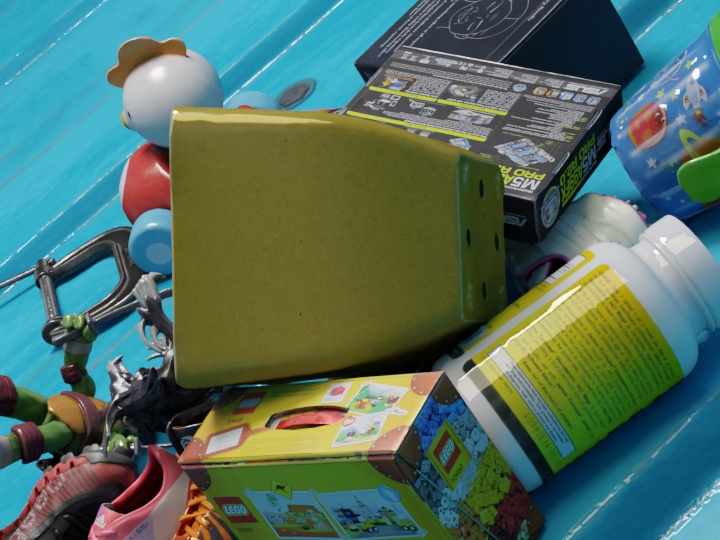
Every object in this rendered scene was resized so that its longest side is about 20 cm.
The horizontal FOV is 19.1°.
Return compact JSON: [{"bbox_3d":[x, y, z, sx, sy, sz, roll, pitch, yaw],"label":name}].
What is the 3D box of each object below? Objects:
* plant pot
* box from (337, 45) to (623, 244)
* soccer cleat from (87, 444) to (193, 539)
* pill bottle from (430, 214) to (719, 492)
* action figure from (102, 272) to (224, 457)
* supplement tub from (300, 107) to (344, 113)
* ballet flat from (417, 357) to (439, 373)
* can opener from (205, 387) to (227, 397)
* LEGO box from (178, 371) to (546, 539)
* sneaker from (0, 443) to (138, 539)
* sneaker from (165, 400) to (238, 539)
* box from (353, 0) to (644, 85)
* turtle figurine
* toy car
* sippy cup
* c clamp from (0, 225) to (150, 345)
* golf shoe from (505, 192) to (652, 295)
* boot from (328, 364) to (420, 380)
[{"bbox_3d":[-0.004,-0.017,1.514,0.200,0.194,0.196,-2,-3,18],"label":"plant pot"},{"bbox_3d":[0.082,-0.101,1.653,0.200,0.044,0.160,13,43,27],"label":"box"},{"bbox_3d":[-0.192,0.223,1.613,0.200,0.076,0.067,-50,32,-19],"label":"soccer cleat"},{"bbox_3d":[0.158,0.054,1.472,0.200,0.112,0.112,-36,28,-3],"label":"pill bottle"},{"bbox_3d":[-0.135,0.063,1.655,0.200,0.119,0.102,-30,62,-27],"label":"action figure"},{"bbox_3d":[0.013,-0.079,1.822,0.200,0.123,0.123,2,45,48],"label":"supplement tub"},{"bbox_3d":[0.064,0.100,1.569,0.067,0.046,0.200,-21,31,22],"label":"ballet flat"},{"bbox_3d":[-0.133,0.036,1.866,0.053,0.066,0.200,-26,34,22],"label":"can opener"},{"bbox_3d":[0.000,0.151,1.451,0.200,0.149,0.077,-7,39,41],"label":"LEGO box"},{"bbox_3d":[-0.243,0.219,1.665,0.200,0.071,0.098,-41,38,19],"label":"sneaker"},{"bbox_3d":[-0.119,0.170,1.585,0.078,0.112,0.200,-4,40,44],"label":"sneaker"},{"bbox_3d":[0.120,-0.184,1.885,0.148,0.107,0.200,-45,29,-20],"label":"box"},{"bbox_3d":[-0.231,0.097,1.726,0.194,0.144,0.200,-3,-12,-39],"label":"turtle figurine"},{"bbox_3d":[-0.181,-0.138,2.035,0.177,0.200,0.184,-25,29,18],"label":"toy car"},{"bbox_3d":[0.264,-0.109,1.608,0.130,0.178,0.140,-34,70,23],"label":"sippy cup"},{"bbox_3d":[-0.282,0.020,2.091,0.171,0.027,0.200,-31,26,-5],"label":"c clamp"},{"bbox_3d":[0.136,-0.017,1.649,0.200,0.075,0.092,7,52,53],"label":"golf shoe"},{"bbox_3d":[0.000,0.000,1.690,0.155,0.074,0.200,31,83,35],"label":"boot"}]
